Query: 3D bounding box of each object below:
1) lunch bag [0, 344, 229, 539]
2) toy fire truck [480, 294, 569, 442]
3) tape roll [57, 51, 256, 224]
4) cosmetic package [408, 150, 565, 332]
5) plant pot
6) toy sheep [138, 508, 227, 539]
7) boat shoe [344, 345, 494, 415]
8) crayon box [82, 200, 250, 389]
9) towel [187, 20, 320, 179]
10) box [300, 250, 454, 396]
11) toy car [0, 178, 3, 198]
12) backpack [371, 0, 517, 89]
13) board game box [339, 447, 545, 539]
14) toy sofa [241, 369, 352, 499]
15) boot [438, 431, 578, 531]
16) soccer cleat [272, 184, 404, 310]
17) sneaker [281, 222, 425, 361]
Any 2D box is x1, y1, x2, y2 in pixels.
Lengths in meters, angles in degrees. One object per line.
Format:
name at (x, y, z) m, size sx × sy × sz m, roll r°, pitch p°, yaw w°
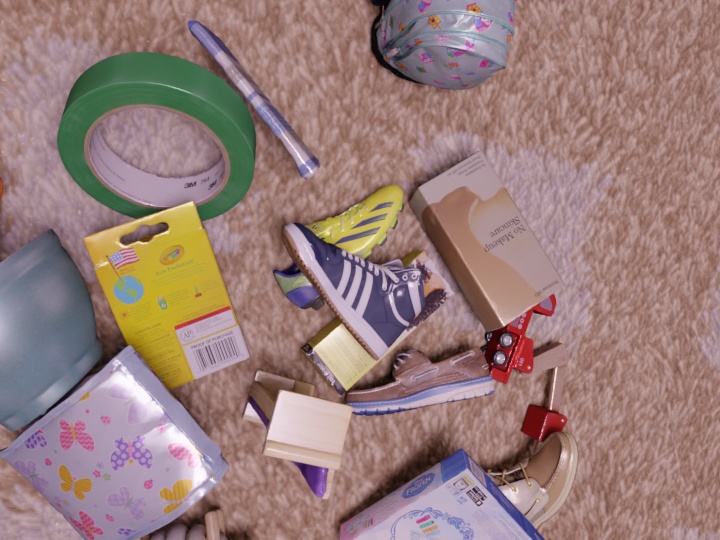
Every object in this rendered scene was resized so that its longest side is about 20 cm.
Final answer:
lunch bag at (-0.248, 0.184, 0.682) m, size 0.199 × 0.127 × 0.170 m, roll -34°, pitch 102°, yaw 30°
toy fire truck at (0.238, 0.121, 0.881) m, size 0.139 × 0.049 × 0.203 m, roll 23°, pitch 86°, yaw -15°
tape roll at (-0.210, -0.131, 0.677) m, size 0.197 × 0.201 × 0.049 m, roll 7°, pitch 52°, yaw -15°
cosmetic package at (0.158, -0.036, 0.813) m, size 0.104 × 0.071 × 0.202 m, roll -31°, pitch 84°, yaw -10°
plant pot at (-0.350, 0.073, 0.648) m, size 0.200 × 0.200 × 0.135 m, roll -40°, pitch 107°, yaw -10°
toy sheep at (-0.210, 0.357, 0.734) m, size 0.197 × 0.138 × 0.140 m, roll -11°, pitch 96°, yaw -6°
boat shoe at (0.072, 0.142, 0.832) m, size 0.196 × 0.072 × 0.074 m, roll -8°, pitch 76°, yaw -10°
crayon box at (-0.216, 0.028, 0.728) m, size 0.125 × 0.051 × 0.203 m, roll -20°, pitch 114°, yaw -13°
towel at (-0.114, -0.186, 0.724) m, size 0.024 × 0.147 × 0.201 m, roll -39°, pitch 101°, yaw 5°
box at (0.022, 0.064, 0.820) m, size 0.200 × 0.050 × 0.076 m, roll -42°, pitch 102°, yaw -9°
toy car at (-0.466, -0.076, 0.640) m, size 0.196 × 0.176 × 0.152 m, roll 1°, pitch 58°, yaw -14°
backpack at (0.107, -0.285, 0.747) m, size 0.164 × 0.200 × 0.129 m, roll 1°, pitch 93°, yaw -16°
board game box at (0.110, 0.350, 0.813) m, size 0.198 × 0.044 × 0.200 m, roll -37°, pitch 108°, yaw 14°
toy sofa at (-0.082, 0.177, 0.720) m, size 0.082 × 0.200 × 0.099 m, roll 18°, pitch 83°, yaw -15°
boot at (0.180, 0.279, 0.844) m, size 0.153 × 0.072 × 0.202 m, roll 23°, pitch 110°, yaw -12°
soccer cleat at (-0.025, -0.042, 0.794) m, size 0.084 × 0.065 × 0.200 m, roll 44°, pitch 82°, yaw -13°
sneaker at (0.000, 0.000, 0.739) m, size 0.108 × 0.070 × 0.201 m, roll -40°, pitch 116°, yaw -7°
